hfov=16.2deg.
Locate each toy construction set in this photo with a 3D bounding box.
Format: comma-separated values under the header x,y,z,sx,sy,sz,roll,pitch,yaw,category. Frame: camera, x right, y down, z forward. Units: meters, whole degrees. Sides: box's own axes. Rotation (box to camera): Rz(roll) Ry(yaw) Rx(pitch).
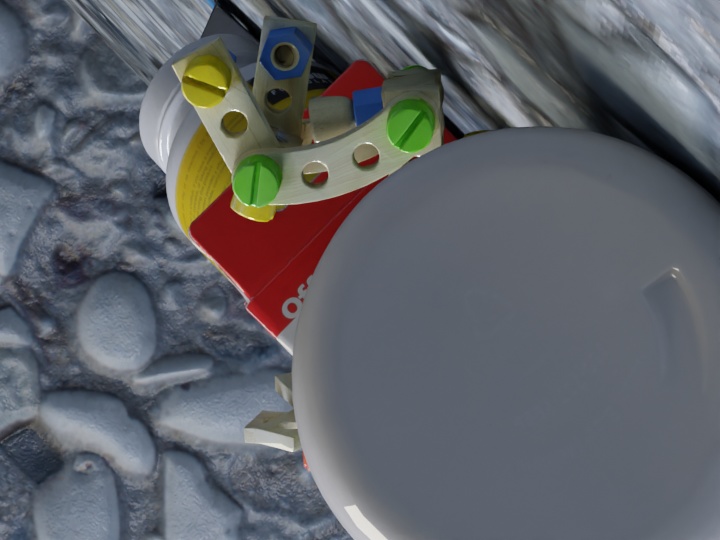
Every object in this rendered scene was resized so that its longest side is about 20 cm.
x,y,z,sx,sy,sz,roll,pitch,yaw,category
0.000,0.000,0.981,0.092,0.130,0.201,-88,-5,-59,toy construction set

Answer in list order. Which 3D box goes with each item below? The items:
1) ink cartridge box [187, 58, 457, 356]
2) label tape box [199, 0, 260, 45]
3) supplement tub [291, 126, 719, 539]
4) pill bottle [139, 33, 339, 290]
x,y,z,sx,sy,sz,roll,pitch,yaw,category
0.034,0.019,1.096,0.200,0.116,0.067,46,180,10,ink cartridge box
-0.041,-0.069,1.465,0.200,0.063,0.144,43,176,31,label tape box
0.062,0.046,0.802,0.144,0.144,0.200,45,177,14,supplement tub
-0.026,-0.036,1.241,0.200,0.112,0.112,43,176,41,pill bottle
